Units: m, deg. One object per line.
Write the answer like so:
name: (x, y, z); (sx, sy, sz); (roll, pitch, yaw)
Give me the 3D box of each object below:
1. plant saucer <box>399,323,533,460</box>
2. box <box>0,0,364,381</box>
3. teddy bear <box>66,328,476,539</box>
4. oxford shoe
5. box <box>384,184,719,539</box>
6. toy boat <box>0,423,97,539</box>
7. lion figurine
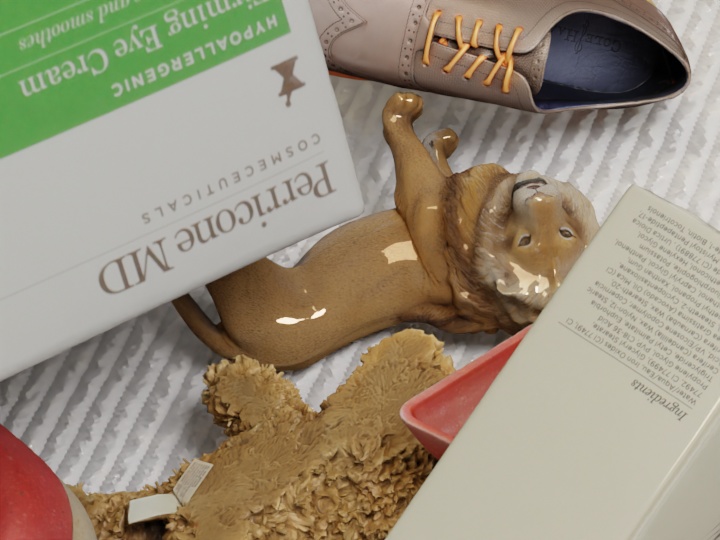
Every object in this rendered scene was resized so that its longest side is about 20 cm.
plant saucer: (0.149, 0.065, 1.073); (0.200, 0.037, 0.200); (24, 36, 32)
box: (-0.144, -0.075, 1.110); (0.199, 0.171, 0.200); (-26, 23, -24)
teddy bear: (-0.040, 0.102, 1.121); (0.200, 0.067, 0.145); (-37, 45, -9)
oxford shoe: (0.045, -0.104, 1.203); (0.200, 0.071, 0.073); (3, 19, -19)
box: (0.075, 0.079, 0.964); (0.082, 0.068, 0.200); (35, 89, 34)
toy boat: (-0.194, 0.101, 1.079); (0.200, 0.131, 0.131); (33, 93, 39)
lion figurine: (0.000, 0.000, 1.194); (0.200, 0.072, 0.123); (-25, 56, 10)
